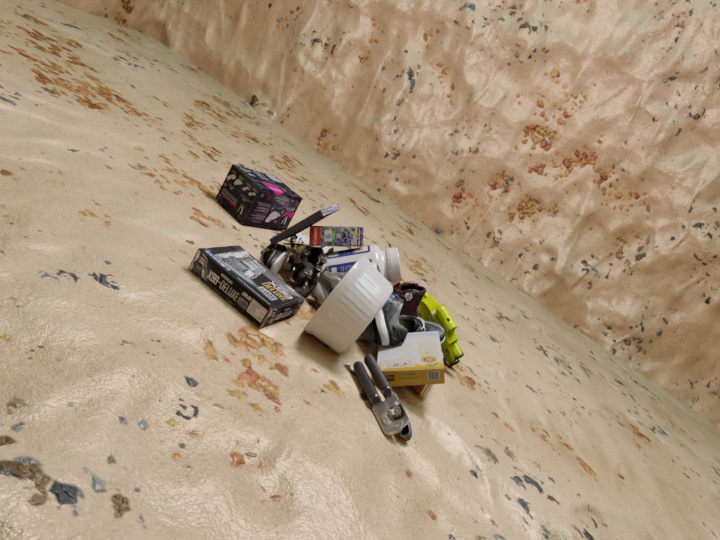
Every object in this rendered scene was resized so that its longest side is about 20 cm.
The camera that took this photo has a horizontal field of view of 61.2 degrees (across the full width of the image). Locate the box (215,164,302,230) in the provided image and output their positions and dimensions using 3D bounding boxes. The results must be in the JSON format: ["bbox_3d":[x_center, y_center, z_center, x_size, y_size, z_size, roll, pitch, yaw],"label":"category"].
[{"bbox_3d":[-0.283,-0.201,1.707,0.131,0.116,0.199,38,15,24],"label":"box"}]

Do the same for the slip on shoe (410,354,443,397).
[{"bbox_3d":[0.146,0.221,1.392,0.060,0.075,0.200,30,20,5],"label":"slip on shoe"}]

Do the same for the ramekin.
[{"bbox_3d":[-0.020,0.076,1.263,0.097,0.201,0.200,40,16,1],"label":"ramekin"}]

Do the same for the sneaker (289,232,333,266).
[{"bbox_3d":[-0.153,-0.049,1.628,0.113,0.077,0.200,24,10,12],"label":"sneaker"}]

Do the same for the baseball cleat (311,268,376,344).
[{"bbox_3d":[-0.021,0.075,1.407,0.199,0.107,0.070,38,12,4],"label":"baseball cleat"}]

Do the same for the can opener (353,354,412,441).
[{"bbox_3d":[0.043,0.247,1.169,0.068,0.053,0.201,62,-3,-35],"label":"can opener"}]

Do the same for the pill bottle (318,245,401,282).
[{"bbox_3d":[0.000,0.000,1.497,0.195,0.114,0.111,-9,18,2],"label":"pill bottle"}]

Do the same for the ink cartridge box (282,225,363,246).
[{"bbox_3d":[-0.093,-0.086,1.509,0.195,0.052,0.109,2,2,-5],"label":"ink cartridge box"}]

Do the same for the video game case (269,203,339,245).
[{"bbox_3d":[-0.130,-0.113,1.467,0.019,0.141,0.200,61,13,-3],"label":"video game case"}]

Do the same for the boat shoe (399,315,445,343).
[{"bbox_3d":[0.122,0.143,1.467,0.195,0.061,0.076,0,42,-23],"label":"boat shoe"}]

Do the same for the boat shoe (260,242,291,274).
[{"bbox_3d":[-0.206,-0.030,1.426,0.060,0.075,0.200,31,13,-5],"label":"boat shoe"}]

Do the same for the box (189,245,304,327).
[{"bbox_3d":[-0.228,0.027,1.248,0.199,0.050,0.157,37,16,14],"label":"box"}]

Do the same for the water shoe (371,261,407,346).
[{"bbox_3d":[0.060,0.075,1.389,0.077,0.072,0.204,-5,65,-8],"label":"water shoe"}]

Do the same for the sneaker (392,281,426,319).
[{"bbox_3d":[0.142,0.102,1.538,0.199,0.115,0.076,38,17,-26],"label":"sneaker"}]

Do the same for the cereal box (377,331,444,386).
[{"bbox_3d":[0.108,0.189,1.327,0.140,0.041,0.200,-4,15,6],"label":"cereal box"}]

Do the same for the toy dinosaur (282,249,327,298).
[{"bbox_3d":[-0.126,0.024,1.398,0.075,0.103,0.202,15,34,-19],"label":"toy dinosaur"}]

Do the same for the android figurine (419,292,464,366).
[{"bbox_3d":[0.206,0.148,1.598,0.183,0.040,0.203,91,-26,-65],"label":"android figurine"}]
